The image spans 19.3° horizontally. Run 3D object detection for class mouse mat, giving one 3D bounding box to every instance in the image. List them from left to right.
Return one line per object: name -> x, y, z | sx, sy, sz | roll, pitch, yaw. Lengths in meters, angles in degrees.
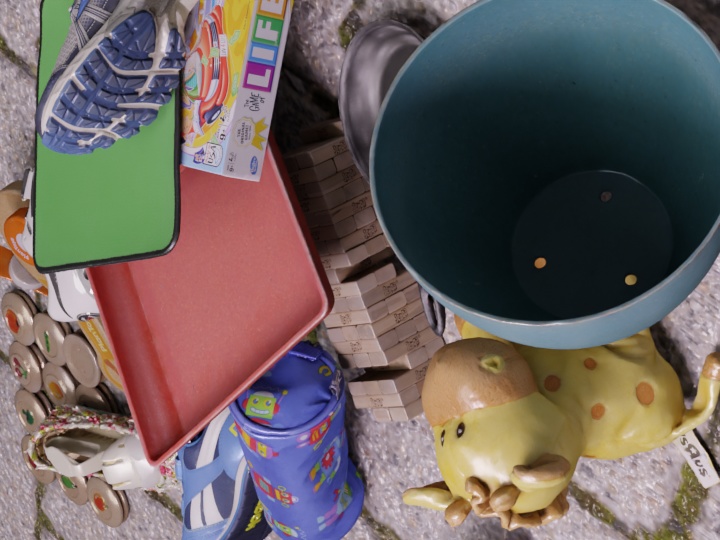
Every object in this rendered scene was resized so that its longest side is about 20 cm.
mouse mat -> -0.170, -0.103, 1.410 | 0.160, 0.007, 0.202 | -7, 79, 46

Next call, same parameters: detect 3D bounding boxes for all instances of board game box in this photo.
board game box -> -0.100, -0.169, 1.376 | 0.134, 0.034, 0.202 | 15, 96, 47

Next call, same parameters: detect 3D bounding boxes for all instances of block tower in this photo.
block tower -> 0.000, 0.000, 1.418 | 0.054, 0.058, 0.202 | -8, 105, 52

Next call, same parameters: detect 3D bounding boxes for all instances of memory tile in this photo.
memory tile -> -0.261, 0.123, 1.858 | 0.153, 0.017, 0.202 | 26, 130, 40

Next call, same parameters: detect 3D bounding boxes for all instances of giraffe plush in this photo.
giraffe plush -> 0.100, 0.081, 1.252 | 0.200, 0.162, 0.173 | 48, 142, 19

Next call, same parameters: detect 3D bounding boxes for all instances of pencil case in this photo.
pencil case -> -0.042, 0.121, 1.486 | 0.078, 0.087, 0.201 | 25, 155, 19

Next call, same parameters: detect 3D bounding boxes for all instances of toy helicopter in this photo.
toy helicopter -> -0.237, 0.016, 1.714 | 0.132, 0.079, 0.201 | -8, 118, 46

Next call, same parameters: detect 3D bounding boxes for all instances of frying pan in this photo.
frying pan -> 0.042, -0.069, 1.316 | 0.115, 0.031, 0.191 | -49, 62, 49

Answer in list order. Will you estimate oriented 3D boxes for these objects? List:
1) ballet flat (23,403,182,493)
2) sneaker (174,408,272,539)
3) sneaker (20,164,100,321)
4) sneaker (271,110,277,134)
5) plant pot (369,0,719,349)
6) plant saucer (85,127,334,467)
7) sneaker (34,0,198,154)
ballet flat -> -0.203, 0.154, 1.748 | 0.199, 0.064, 0.076 | 1, 115, 44
sneaker -> -0.106, 0.167, 1.649 | 0.082, 0.074, 0.201 | 48, 135, 22
sneaker -> -0.227, -0.056, 1.593 | 0.088, 0.074, 0.202 | -26, 64, 35
sneaker -> -0.104, -0.122, 1.467 | 0.099, 0.078, 0.201 | -16, 106, 45
plant pot -> 0.118, -0.039, 1.159 | 0.200, 0.200, 0.135 | 41, 173, 27
plant saucer -> -0.100, -0.003, 1.403 | 0.199, 0.037, 0.201 | -42, 57, 34
sneaker -> -0.149, -0.167, 1.349 | 0.085, 0.077, 0.201 | 41, 100, 43
